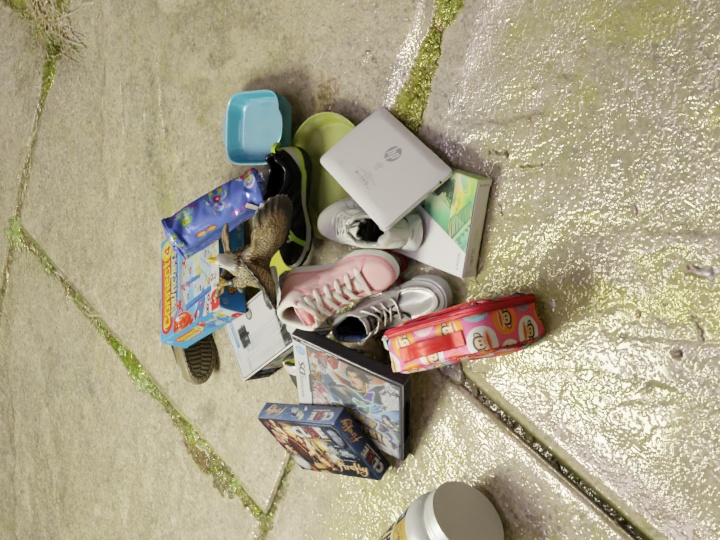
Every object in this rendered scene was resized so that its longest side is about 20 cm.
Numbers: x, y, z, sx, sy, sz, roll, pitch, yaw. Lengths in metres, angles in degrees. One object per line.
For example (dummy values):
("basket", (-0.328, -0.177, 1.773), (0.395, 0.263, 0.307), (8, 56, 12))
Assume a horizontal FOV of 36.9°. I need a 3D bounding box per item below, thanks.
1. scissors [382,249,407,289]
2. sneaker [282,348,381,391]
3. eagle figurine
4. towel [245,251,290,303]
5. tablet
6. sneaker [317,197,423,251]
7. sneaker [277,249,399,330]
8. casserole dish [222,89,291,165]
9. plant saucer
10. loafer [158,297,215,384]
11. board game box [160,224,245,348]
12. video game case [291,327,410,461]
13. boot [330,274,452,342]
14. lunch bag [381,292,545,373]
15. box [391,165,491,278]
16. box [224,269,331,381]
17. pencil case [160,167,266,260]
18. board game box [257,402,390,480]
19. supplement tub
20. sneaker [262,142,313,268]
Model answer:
("scissors", (0.000, 0.000, 1.703), (0.198, 0.014, 0.074), (6, 102, 45))
("sneaker", (-0.031, 0.175, 1.730), (0.198, 0.075, 0.085), (10, 131, 36))
("eagle figurine", (-0.162, -0.013, 1.655), (0.199, 0.150, 0.153), (-21, 99, 51))
("towel", (-0.175, 0.011, 1.876), (0.199, 0.018, 0.087), (-37, 75, 41))
("tablet", (0.034, -0.152, 1.569), (0.130, 0.014, 0.200), (-40, 48, -2))
("sneaker", (-0.002, -0.067, 1.600), (0.198, 0.080, 0.076), (7, 103, 46))
("sneaker", (-0.038, 0.037, 1.590), (0.198, 0.105, 0.076), (-11, 127, 30))
("casserole dish", (-0.168, -0.236, 1.796), (0.199, 0.038, 0.123), (8, 97, 54))
("plant saucer", (-0.042, -0.149, 1.709), (0.198, 0.031, 0.203), (10, 103, 45))
("loafer", (-0.325, 0.120, 2.005), (0.067, 0.075, 0.203), (-34, 64, 44))
("board game box", (-0.281, 0.010, 1.909), (0.195, 0.055, 0.203), (-29, 56, 43))
("video game case", (-0.014, 0.189, 1.645), (0.198, 0.026, 0.182), (23, 139, 24))
("boot", (0.043, 0.067, 1.600), (0.199, 0.095, 0.074), (-22, 97, 47))
("lunch bag", (0.132, 0.091, 1.468), (0.199, 0.175, 0.083), (-19, 84, 44))
("box", (0.096, -0.087, 1.577), (0.199, 0.036, 0.146), (22, 111, 40))
("box", (-0.141, 0.092, 1.819), (0.199, 0.060, 0.118), (-36, 68, 41))
("pencil case", (-0.236, -0.094, 1.808), (0.198, 0.078, 0.087), (-30, 41, 2))
("board game box", (-0.062, 0.271, 1.725), (0.199, 0.035, 0.136), (-5, 130, 49))
("supplement tub", (0.104, 0.412, 1.565), (0.145, 0.143, 0.201), (54, 129, 24))
("sneaker", (-0.127, -0.103, 1.722), (0.071, 0.082, 0.203), (8, 102, 44))
